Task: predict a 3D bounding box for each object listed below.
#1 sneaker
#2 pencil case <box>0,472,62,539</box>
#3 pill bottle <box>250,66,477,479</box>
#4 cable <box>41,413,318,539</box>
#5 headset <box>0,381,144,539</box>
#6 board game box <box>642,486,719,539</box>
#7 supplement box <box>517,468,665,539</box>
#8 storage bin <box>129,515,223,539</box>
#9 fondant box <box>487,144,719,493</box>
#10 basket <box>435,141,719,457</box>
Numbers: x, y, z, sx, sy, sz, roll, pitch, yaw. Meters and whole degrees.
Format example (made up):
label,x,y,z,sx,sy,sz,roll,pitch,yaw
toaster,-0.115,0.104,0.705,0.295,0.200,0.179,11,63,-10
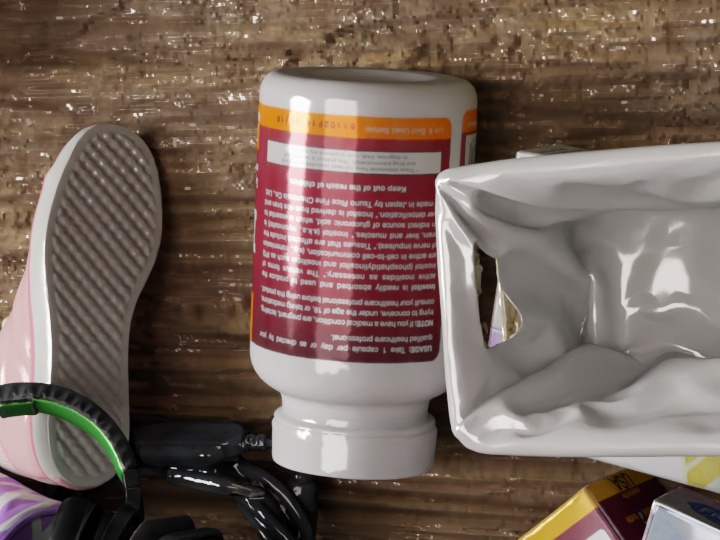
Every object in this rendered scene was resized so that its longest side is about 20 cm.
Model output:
label,x,y,z,sx,sy,sz,roll,pitch,yaw
sneaker,-0.170,0.021,1.508,0.104,0.075,0.202,-6,76,55
pencil case,-0.232,0.144,1.519,0.199,0.084,0.086,17,69,47
pill bottle,0.000,0.000,1.392,0.112,0.113,0.201,7,99,27
cable,-0.101,0.162,1.511,0.199,0.051,0.164,-4,102,32
headset,-0.170,0.160,1.405,0.123,0.094,0.201,-5,65,-3
board game box,0.200,0.230,1.257,0.199,0.041,0.201,23,106,23
supplement box,0.144,0.212,1.355,0.110,0.086,0.200,-40,78,25
storage bin,-0.062,0.242,1.398,0.134,0.146,0.201,16,91,14
fondant box,0.165,0.029,1.338,0.199,0.058,0.145,14,103,27
basket,0.149,0.009,1.241,0.199,0.123,0.136,-3,94,28
